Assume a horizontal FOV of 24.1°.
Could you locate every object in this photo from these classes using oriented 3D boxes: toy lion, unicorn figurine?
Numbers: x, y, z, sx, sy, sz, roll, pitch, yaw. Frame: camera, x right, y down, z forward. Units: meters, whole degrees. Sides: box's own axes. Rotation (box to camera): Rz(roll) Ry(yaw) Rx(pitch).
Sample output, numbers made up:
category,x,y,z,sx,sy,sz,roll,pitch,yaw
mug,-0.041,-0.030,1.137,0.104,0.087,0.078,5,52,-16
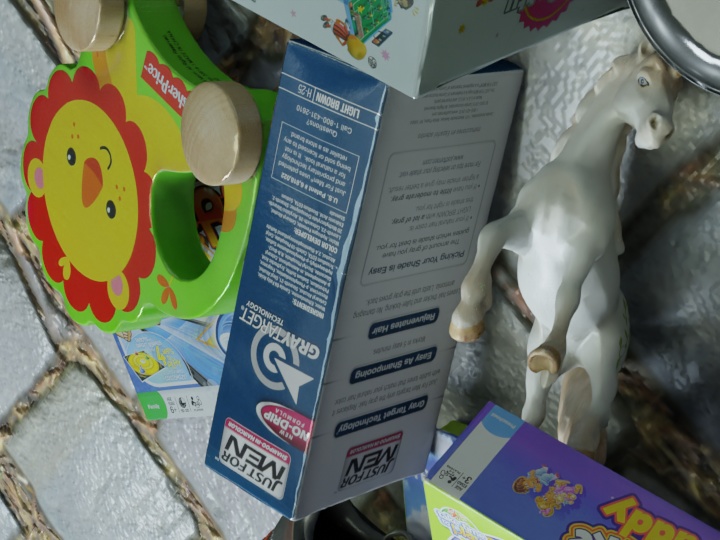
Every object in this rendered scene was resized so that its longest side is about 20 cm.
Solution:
category,x,y,z,sx,sy,sz,roll,pitch,yaw
toy lion,-0.107,-0.045,0.845,0.200,0.069,0.192,44,128,38
unicorn figurine,0.089,-0.001,0.683,0.074,0.138,0.200,21,143,11

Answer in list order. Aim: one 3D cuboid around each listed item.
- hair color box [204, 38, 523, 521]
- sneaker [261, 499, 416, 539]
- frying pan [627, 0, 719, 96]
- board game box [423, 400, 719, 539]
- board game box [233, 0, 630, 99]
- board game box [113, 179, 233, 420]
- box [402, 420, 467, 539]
category,x,y,z,sx,sy,sz,roll,pitch,yaw
hair color box,0.000,0.000,0.742,0.060,0.100,0.201,26,113,34
sneaker,0.025,0.181,0.806,0.200,0.077,0.082,42,131,21
frying pan,0.154,-0.147,0.586,0.115,0.031,0.191,22,116,17
board game box,0.120,0.148,0.642,0.200,0.045,0.135,28,149,29
board game box,-0.003,-0.150,0.661,0.200,0.147,0.064,31,129,29
board game box,-0.069,0.009,0.902,0.200,0.034,0.136,-10,105,47
box,0.082,0.164,0.827,0.122,0.048,0.201,16,123,39
